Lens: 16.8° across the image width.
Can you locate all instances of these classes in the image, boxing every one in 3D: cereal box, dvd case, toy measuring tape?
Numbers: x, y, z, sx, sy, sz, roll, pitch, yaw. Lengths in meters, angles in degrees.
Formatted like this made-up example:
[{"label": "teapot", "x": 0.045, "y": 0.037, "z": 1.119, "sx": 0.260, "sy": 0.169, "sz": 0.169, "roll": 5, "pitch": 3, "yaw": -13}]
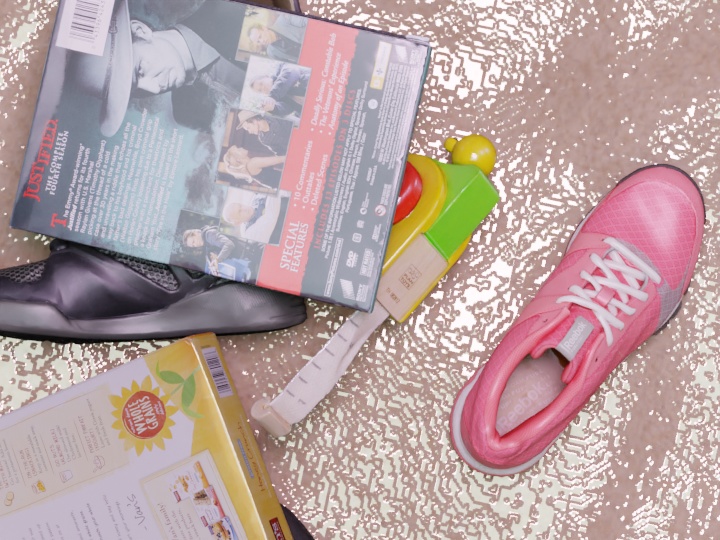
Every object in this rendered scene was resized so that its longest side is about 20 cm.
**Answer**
[{"label": "cereal box", "x": -0.144, "y": 0.135, "z": 1.320, "sx": 0.199, "sy": 0.039, "sz": 0.145, "roll": -22, "pitch": 86, "yaw": 19}, {"label": "dvd case", "x": -0.074, "y": -0.070, "z": 1.280, "sx": 0.199, "sy": 0.022, "sz": 0.147, "roll": 12, "pitch": 91, "yaw": 5}, {"label": "toy measuring tape", "x": 0.000, "y": 0.000, "z": 1.328, "sx": 0.073, "sy": 0.074, "sz": 0.200, "roll": 41, "pitch": 82, "yaw": 3}]

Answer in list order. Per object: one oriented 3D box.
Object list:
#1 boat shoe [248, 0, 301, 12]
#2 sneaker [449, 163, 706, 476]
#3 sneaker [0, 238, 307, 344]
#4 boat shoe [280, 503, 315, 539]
[{"label": "boat shoe", "x": -0.052, "y": -0.113, "z": 1.319, "sx": 0.065, "sy": 0.072, "sz": 0.201, "roll": -32, "pitch": 69, "yaw": 35}, {"label": "sneaker", "x": 0.125, "y": 0.031, "z": 1.319, "sx": 0.074, "sy": 0.087, "sz": 0.201, "roll": 36, "pitch": 89, "yaw": 2}, {"label": "sneaker", "x": -0.132, "y": -0.016, "z": 1.336, "sx": 0.198, "sy": 0.076, "sz": 0.115, "roll": -5, "pitch": 86, "yaw": -2}, {"label": "boat shoe", "x": -0.013, "y": 0.211, "z": 1.331, "sx": 0.074, "sy": 0.063, "sz": 0.202, "roll": -45, "pitch": 71, "yaw": 41}]
